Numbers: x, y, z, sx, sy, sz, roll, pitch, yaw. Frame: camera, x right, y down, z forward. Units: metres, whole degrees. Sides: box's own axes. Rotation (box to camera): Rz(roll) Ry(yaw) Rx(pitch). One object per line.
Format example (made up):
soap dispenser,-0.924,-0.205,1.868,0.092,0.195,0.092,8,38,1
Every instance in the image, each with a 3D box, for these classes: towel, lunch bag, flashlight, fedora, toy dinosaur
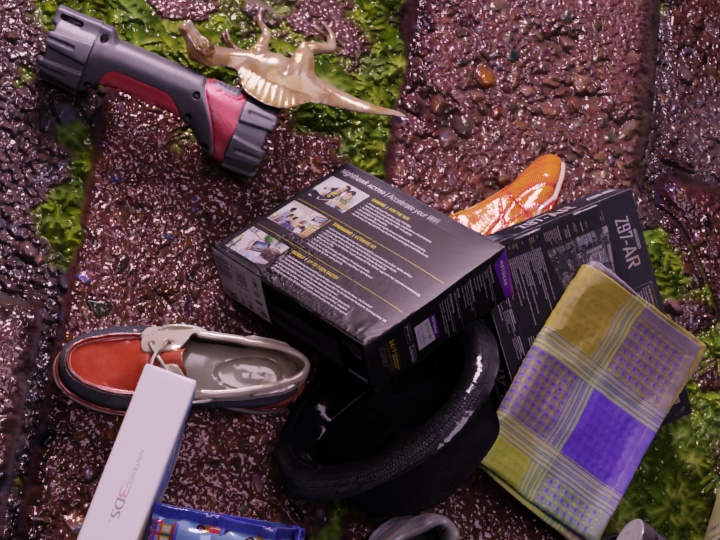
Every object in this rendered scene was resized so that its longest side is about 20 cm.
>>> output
towel,0.187,0.107,1.631,0.143,0.023,0.201,39,75,-22
lunch bag,-0.093,0.255,1.458,0.093,0.200,0.152,10,84,14
flashlight,-0.167,-0.143,1.650,0.199,0.068,0.068,21,65,-5
fedora,0.036,0.127,1.576,0.201,0.200,0.092,-54,126,-26
toy dinosaur,-0.055,-0.162,1.671,0.199,0.058,0.101,20,39,0

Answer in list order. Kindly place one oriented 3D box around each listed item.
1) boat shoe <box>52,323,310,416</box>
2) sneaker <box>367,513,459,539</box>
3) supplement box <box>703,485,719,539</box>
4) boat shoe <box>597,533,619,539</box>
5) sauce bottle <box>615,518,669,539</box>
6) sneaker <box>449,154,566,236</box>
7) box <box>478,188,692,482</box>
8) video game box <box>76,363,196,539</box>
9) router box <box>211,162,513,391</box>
boat shoe,-0.139,0.076,1.576,0.198,0.063,0.072,6,71,-15
sneaker,0.005,0.260,1.539,0.076,0.092,0.200,37,64,-2
supplement box,0.417,0.186,1.680,0.199,0.134,0.201,26,65,-8
boat shoe,0.166,0.283,1.599,0.072,0.068,0.200,45,60,3
sauce bottle,0.292,0.269,1.632,0.199,0.066,0.066,31,64,-16
sneaker,0.106,-0.035,1.693,0.077,0.073,0.200,40,62,1
box,0.176,0.052,1.661,0.159,0.043,0.202,-22,101,-24
video game box,-0.176,0.191,1.453,0.046,0.182,0.201,21,65,-3
router box,0.000,0.000,1.591,0.149,0.051,0.200,-33,41,-25
